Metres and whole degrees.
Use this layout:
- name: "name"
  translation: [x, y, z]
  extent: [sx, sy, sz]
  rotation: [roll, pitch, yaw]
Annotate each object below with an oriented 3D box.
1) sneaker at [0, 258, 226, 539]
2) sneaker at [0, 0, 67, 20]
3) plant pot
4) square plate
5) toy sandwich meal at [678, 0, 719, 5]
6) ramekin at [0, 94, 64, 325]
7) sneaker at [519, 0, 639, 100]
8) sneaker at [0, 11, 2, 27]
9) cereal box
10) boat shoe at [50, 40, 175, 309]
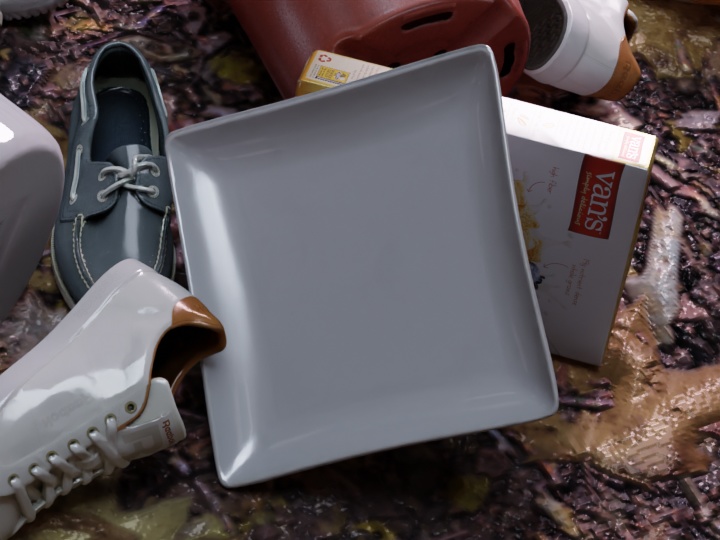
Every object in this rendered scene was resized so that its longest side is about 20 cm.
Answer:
- name: "sneaker"
  translation: [-0.145, 0.082, 1.241]
  extent: [0.084, 0.073, 0.200]
  rotation: [27, 64, 23]
- name: "sneaker"
  translation: [-0.264, -0.248, 1.508]
  extent: [0.199, 0.130, 0.079]
  rotation: [34, 53, 22]
- name: "plant pot"
  translation: [0.000, -0.185, 1.454]
  extent: [0.200, 0.201, 0.196]
  rotation: [-14, 59, -18]
- name: "square plate"
  translation: [0.000, 0.000, 1.277]
  extent: [0.197, 0.028, 0.201]
  rotation: [-14, 79, 21]
- name: "toy sandwich meal"
  translation: [0.232, -0.253, 1.610]
  extent: [0.204, 0.070, 0.206]
  rotation: [3, 47, -4]
- name: "ramekin"
  translation: [-0.244, -0.018, 1.261]
  extent: [0.097, 0.201, 0.201]
  rotation: [32, 51, 11]
- name: "sneaker"
  translation: [0.125, -0.173, 1.532]
  extent: [0.084, 0.073, 0.200]
  rotation: [23, 33, -30]
- name: "sneaker"
  translation: [-0.295, -0.111, 1.431]
  extent: [0.075, 0.107, 0.200]
  rotation: [12, 15, 33]
- name: "cereal box"
  translation: [0.056, -0.034, 1.339]
  extent: [0.199, 0.144, 0.040]
  rotation: [15, 39, 8]
- name: "boat shoe"
  translation: [-0.142, -0.051, 1.389]
  extent: [0.072, 0.062, 0.201]
  rotation: [1, 47, -6]
